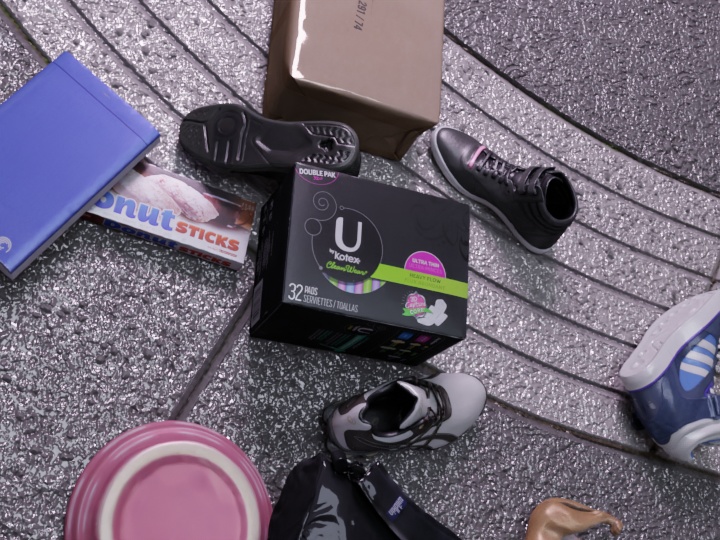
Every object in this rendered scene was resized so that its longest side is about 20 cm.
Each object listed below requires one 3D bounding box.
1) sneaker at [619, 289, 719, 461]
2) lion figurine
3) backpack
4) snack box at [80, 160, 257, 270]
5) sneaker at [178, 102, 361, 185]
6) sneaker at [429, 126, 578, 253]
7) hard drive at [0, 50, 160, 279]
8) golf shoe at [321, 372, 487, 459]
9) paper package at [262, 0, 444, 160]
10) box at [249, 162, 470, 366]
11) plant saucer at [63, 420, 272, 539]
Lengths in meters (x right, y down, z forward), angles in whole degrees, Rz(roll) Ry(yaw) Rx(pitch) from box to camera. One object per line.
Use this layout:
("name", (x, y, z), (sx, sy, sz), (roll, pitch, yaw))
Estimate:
("sneaker", (0.399, 0.133, 1.219), (0.199, 0.080, 0.148), (-38, 98, -33))
("lion figurine", (0.192, 0.304, 1.071), (0.121, 0.073, 0.201), (31, 47, 3))
("backpack", (0.007, 0.273, 0.946), (0.198, 0.126, 0.170), (29, 72, -25))
("snack box", (-0.205, -0.066, 1.037), (0.197, 0.024, 0.073), (19, 65, -17))
("sneaker", (-0.093, -0.118, 1.087), (0.195, 0.115, 0.078), (7, 71, 8))
("sneaker", (0.173, -0.111, 1.183), (0.199, 0.099, 0.071), (42, 62, -4))
("hard drive", (-0.308, -0.106, 0.982), (0.131, 0.025, 0.200), (39, 66, 6))
("golf shoe", (0.061, 0.145, 1.045), (0.197, 0.094, 0.079), (-13, 76, -29))
("paper package", (-0.005, -0.253, 1.151), (0.187, 0.103, 0.204), (13, 66, -20))
("box", (0.000, 0.000, 1.051), (0.196, 0.124, 0.152), (11, 68, -19))
("plant saucer", (-0.168, 0.236, 0.933), (0.196, 0.051, 0.205), (8, 69, -21))
